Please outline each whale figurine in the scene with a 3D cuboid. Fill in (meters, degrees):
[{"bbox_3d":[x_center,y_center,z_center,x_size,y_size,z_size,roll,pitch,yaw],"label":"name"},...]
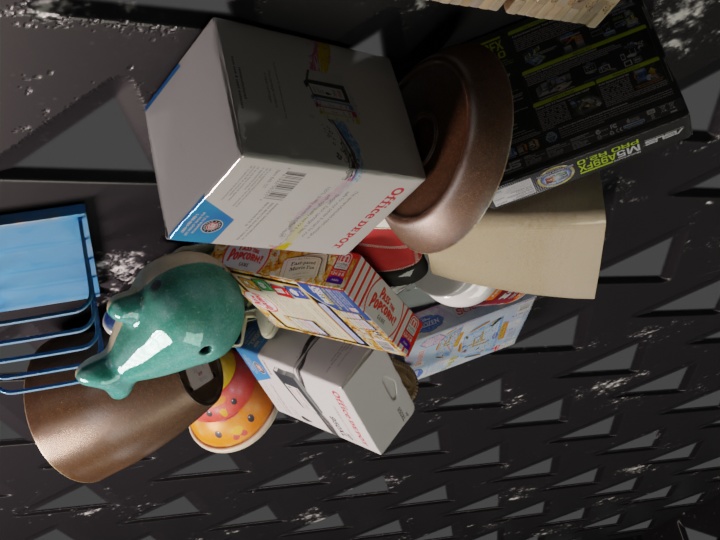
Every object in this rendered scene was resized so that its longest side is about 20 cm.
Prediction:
[{"bbox_3d":[-0.210,0.075,1.265,0.200,0.104,0.159,-42,143,7],"label":"whale figurine"}]

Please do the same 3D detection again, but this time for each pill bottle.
[{"bbox_3d":[0.133,-0.013,1.402,0.112,0.114,0.199,-27,169,25],"label":"pill bottle"}]

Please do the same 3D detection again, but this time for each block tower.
[{"bbox_3d":[0.130,-0.256,0.998,0.198,0.058,0.054,3,149,-30],"label":"block tower"}]

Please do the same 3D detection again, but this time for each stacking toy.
[{"bbox_3d":[-0.210,0.145,1.618,0.145,0.147,0.200,-20,138,12],"label":"stacking toy"}]

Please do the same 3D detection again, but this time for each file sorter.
[{"bbox_3d":[-0.353,0.038,1.282,0.137,0.124,0.200,-8,155,-12],"label":"file sorter"}]

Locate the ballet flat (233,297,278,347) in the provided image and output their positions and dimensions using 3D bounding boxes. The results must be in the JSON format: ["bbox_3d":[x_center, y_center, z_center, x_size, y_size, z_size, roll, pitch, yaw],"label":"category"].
[{"bbox_3d":[-0.149,0.059,1.500,0.198,0.072,0.069,-17,162,4],"label":"ballet flat"}]

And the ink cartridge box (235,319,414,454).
[{"bbox_3d":[-0.046,0.139,1.531,0.199,0.084,0.145,16,147,41],"label":"ink cartridge box"}]

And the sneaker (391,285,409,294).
[{"bbox_3d":[-0.001,-0.002,1.454,0.200,0.060,0.104,-44,120,9],"label":"sneaker"}]

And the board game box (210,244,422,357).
[{"bbox_3d":[-0.051,0.026,1.304,0.199,0.047,0.152,11,155,37],"label":"board game box"}]

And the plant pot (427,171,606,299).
[{"bbox_3d":[0.150,-0.088,1.229,0.175,0.202,0.200,-6,156,5],"label":"plant pot"}]

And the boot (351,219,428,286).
[{"bbox_3d":[-0.027,-0.039,1.263,0.198,0.073,0.145,10,145,18],"label":"boot"}]

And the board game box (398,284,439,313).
[{"bbox_3d":[0.020,0.036,1.601,0.198,0.026,0.200,-6,154,-20],"label":"board game box"}]

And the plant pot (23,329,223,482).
[{"bbox_3d":[-0.273,0.144,1.444,0.198,0.189,0.186,-20,156,27],"label":"plant pot"}]

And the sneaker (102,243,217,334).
[{"bbox_3d":[-0.220,0.013,1.376,0.199,0.076,0.077,-30,146,7],"label":"sneaker"}]

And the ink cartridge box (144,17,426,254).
[{"bbox_3d":[-0.070,-0.116,1.087,0.198,0.146,0.147,5,149,-37],"label":"ink cartridge box"}]

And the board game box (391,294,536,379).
[{"bbox_3d":[0.145,0.090,1.725,0.198,0.041,0.200,-19,159,-11],"label":"board game box"}]

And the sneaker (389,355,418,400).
[{"bbox_3d":[-0.015,0.130,1.664,0.108,0.071,0.200,-2,149,41],"label":"sneaker"}]

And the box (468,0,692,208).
[{"bbox_3d":[0.190,-0.167,1.109,0.198,0.162,0.044,-20,154,11],"label":"box"}]

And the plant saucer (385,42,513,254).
[{"bbox_3d":[0.067,-0.117,1.099,0.034,0.202,0.200,11,146,-32],"label":"plant saucer"}]
